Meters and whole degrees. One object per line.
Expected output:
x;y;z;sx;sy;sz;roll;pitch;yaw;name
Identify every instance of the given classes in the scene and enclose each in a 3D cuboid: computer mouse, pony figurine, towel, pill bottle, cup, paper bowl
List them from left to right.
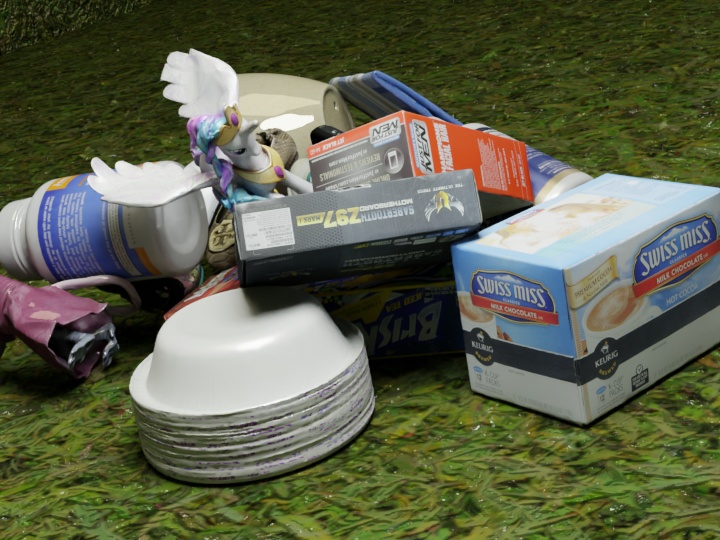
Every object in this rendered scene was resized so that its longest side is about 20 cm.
-0.260;-0.041;1.374;0.197;0.114;0.112;-6;19;25;pill bottle
-0.191;-0.052;1.449;0.109;0.044;0.201;21;69;29;computer mouse
-0.121;-0.098;1.253;0.191;0.200;0.168;13;69;37;pony figurine
-0.091;0.083;1.141;0.198;0.106;0.201;-8;19;3;paper bowl
-0.083;-0.141;1.579;0.142;0.202;0.201;-16;16;20;cup
0.046;-0.177;1.538;0.024;0.146;0.200;-59;15;-4;towel
0.131;-0.079;1.380;0.199;0.112;0.110;30;41;34;pill bottle

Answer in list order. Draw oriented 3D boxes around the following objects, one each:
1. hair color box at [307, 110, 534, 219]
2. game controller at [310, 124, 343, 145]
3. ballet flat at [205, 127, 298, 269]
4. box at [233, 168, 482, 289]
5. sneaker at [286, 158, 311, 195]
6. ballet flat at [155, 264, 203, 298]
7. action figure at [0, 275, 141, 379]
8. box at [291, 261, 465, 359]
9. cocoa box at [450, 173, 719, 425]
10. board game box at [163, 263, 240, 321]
0.057;-0.084;1.242;0.110;0.065;0.199;-17;-12;35;hair color box
0.010;-0.086;1.431;0.042;0.105;0.200;-25;28;-19;game controller
-0.114;-0.080;1.417;0.067;0.047;0.201;-2;42;26;ballet flat
-0.007;-0.030;1.162;0.197;0.052;0.158;-8;-9;-7;box
-0.014;-0.077;1.368;0.069;0.094;0.200;11;27;-24;sneaker
-0.217;-0.014;1.519;0.069;0.071;0.200;-45;19;5;ballet flat
-0.332;0.029;1.322;0.198;0.135;0.150;22;60;16;action figure
0.010;0.038;1.258;0.197;0.071;0.064;-5;18;15;box
0.192;0.015;1.133;0.199;0.133;0.133;-24;23;-34;cocoa box
-0.108;0.002;1.340;0.102;0.020;0.200;-25;9;20;board game box
